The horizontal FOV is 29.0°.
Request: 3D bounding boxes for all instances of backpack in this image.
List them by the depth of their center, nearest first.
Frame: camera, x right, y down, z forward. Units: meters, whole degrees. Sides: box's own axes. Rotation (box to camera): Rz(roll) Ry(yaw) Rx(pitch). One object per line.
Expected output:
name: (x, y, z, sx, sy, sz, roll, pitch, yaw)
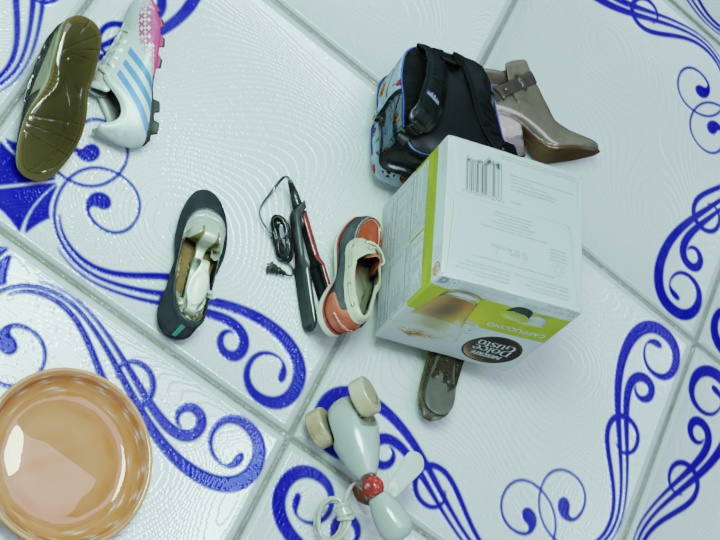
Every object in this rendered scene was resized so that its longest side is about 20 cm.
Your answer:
backpack: (0.102, -0.197, 1.856, 0.198, 0.154, 0.193, 19, 58, -29)

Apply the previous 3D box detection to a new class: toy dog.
toy dog: (0.010, 0.233, 1.705, 0.096, 0.130, 0.203, 17, 65, -66)

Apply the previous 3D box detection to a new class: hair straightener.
hair straightener: (-0.084, -0.020, 1.759, 0.076, 0.041, 0.203, -10, 85, -31)

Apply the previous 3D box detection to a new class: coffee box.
coffee box: (0.149, -0.016, 1.769, 0.197, 0.198, 0.203, 16, 59, -19)

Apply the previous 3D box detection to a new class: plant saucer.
plant saucer: (-0.330, 0.211, 1.550, 0.198, 0.037, 0.203, 9, 71, -26)

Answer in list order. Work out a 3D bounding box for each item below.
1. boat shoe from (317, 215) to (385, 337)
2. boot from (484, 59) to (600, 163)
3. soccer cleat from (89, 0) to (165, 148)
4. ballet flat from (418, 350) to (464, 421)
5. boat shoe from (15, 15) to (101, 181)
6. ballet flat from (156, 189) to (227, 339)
boat shoe: (0.000, 0.000, 1.765, 0.071, 0.062, 0.201, 45, 40, -24)
boot: (0.247, -0.230, 2.003, 0.198, 0.070, 0.148, -4, 74, -31)
soccer cleat: (-0.289, -0.250, 1.702, 0.085, 0.070, 0.203, 8, 71, -27)
ballet flat: (0.115, 0.111, 1.836, 0.067, 0.046, 0.202, 24, 58, -11)
boat shoe: (-0.362, -0.202, 1.650, 0.073, 0.065, 0.202, 25, 81, -32)
ballet flat: (-0.194, -0.013, 1.681, 0.072, 0.073, 0.203, 23, 64, -21)
